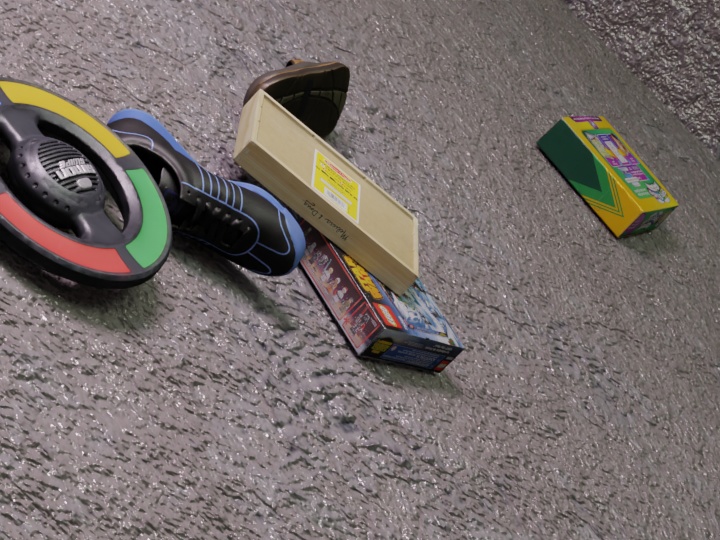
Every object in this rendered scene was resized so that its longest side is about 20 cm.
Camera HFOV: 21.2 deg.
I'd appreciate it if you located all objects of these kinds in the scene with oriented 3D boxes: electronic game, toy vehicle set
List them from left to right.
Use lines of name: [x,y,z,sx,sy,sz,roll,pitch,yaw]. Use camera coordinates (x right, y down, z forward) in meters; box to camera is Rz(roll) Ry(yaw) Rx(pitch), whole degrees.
electronic game: [-0.223,-0.066,1.422,0.199,0.042,0.201,33,29,-21]
toy vehicle set: [-0.028,-0.072,1.751,0.199,0.027,0.125,39,21,-15]

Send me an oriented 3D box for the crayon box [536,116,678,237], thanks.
crayon box: [0.345,-0.132,2.669,0.173,0.058,0.200,52,21,12]

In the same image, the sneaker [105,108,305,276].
sneaker: [-0.134,-0.050,1.567,0.199,0.070,0.078,34,25,-11]

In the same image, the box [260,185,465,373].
box: [0.000,0.000,1.764,0.136,0.040,0.201,17,34,-54]

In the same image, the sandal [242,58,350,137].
sandal: [-0.070,-0.178,1.945,0.054,0.082,0.199,29,21,23]
